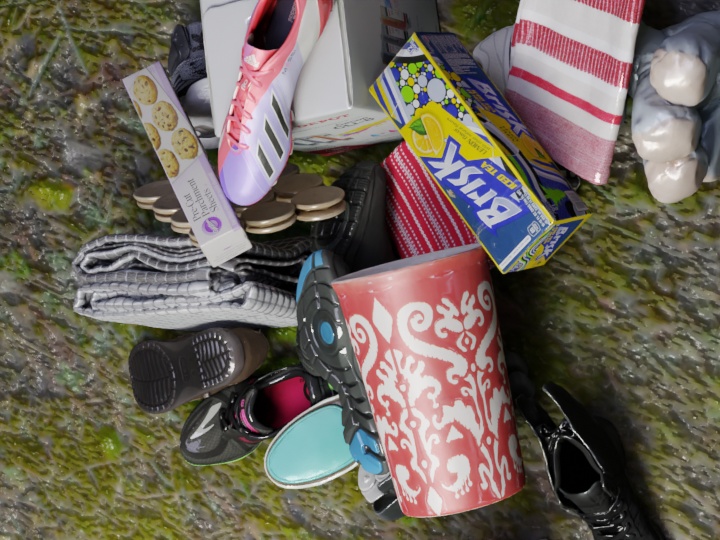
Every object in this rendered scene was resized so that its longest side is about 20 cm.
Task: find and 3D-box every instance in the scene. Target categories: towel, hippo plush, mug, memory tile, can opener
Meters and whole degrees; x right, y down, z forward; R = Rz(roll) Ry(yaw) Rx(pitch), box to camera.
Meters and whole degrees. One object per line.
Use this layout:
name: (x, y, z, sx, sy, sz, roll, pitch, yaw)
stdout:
towel: (0.169, -0.186, 1.229, 0.144, 0.023, 0.202, 36, 123, 52)
towel: (-0.149, 0.007, 1.455, 0.198, 0.165, 0.087, -4, 82, 28)
hippo plush: (0.223, -0.168, 1.256, 0.159, 0.159, 0.202, 18, 98, 27)
mug: (0.080, 0.085, 1.272, 0.133, 0.176, 0.202, -11, 93, 54)
memory tile: (-0.113, -0.066, 1.416, 0.200, 0.152, 0.017, 31, 135, 59)
can opener: (0.078, 0.150, 1.395, 0.200, 0.066, 0.053, -40, 36, 19)
towel: (0.079, -0.063, 1.356, 0.200, 0.022, 0.146, -41, 71, 52)

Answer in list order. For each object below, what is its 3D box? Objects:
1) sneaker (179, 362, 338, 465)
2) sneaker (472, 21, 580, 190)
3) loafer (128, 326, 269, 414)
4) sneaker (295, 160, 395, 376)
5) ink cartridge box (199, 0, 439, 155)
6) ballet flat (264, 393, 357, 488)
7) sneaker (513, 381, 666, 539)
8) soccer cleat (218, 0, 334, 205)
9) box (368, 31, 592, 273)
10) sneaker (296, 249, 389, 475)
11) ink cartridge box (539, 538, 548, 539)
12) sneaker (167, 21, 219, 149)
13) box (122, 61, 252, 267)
sneaker: (-0.102, 0.132, 1.471, 0.199, 0.084, 0.077, -27, 76, 25)
sneaker: (0.143, -0.120, 1.356, 0.080, 0.075, 0.202, -10, 79, 39)
loafer: (-0.158, 0.097, 1.507, 0.199, 0.070, 0.074, -12, 86, 49)
sneaker: (0.000, 0.000, 1.418, 0.076, 0.090, 0.202, 19, 98, 58)
ink cartridge box: (-0.030, -0.192, 1.371, 0.144, 0.199, 0.146, -9, 85, 28)
ballet flat: (0.001, 0.134, 1.412, 0.199, 0.069, 0.070, -39, 72, 7)
sneaker: (0.198, 0.191, 1.294, 0.060, 0.104, 0.202, -25, 77, 25)
soccer cleat: (-0.081, -0.150, 1.245, 0.066, 0.076, 0.202, 27, 104, 24)
box: (0.096, -0.098, 1.248, 0.070, 0.064, 0.201, -48, 67, 34)
sneaker: (0.005, 0.075, 1.348, 0.073, 0.081, 0.202, -22, 87, 58)
ink cartridge box: (0.059, 0.306, 1.316, 0.200, 0.196, 0.044, -39, 70, 22)
sneaker: (-0.150, -0.187, 1.462, 0.075, 0.200, 0.115, 4, 82, -15)
box: (-0.152, -0.095, 1.328, 0.041, 0.039, 0.201, -26, 60, -1)
